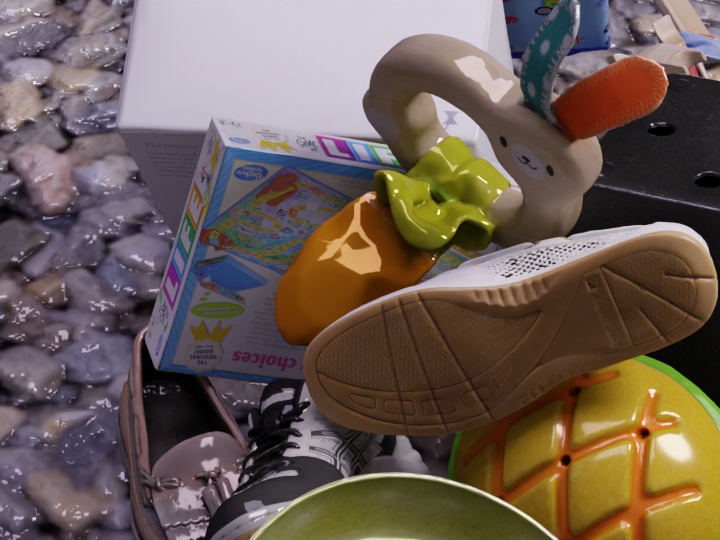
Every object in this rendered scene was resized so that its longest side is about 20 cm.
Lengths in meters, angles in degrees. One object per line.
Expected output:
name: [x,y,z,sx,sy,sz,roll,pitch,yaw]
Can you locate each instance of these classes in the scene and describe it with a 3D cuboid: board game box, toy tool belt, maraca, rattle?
board game box: [0.000,0.000,1.309,0.199,0.135,0.034,9,26,-22]
toy tool belt: [0.168,-0.089,1.508,0.125,0.123,0.200,-26,5,47]
maraca: [0.130,0.114,1.186,0.200,0.137,0.107,31,-2,30]
rattle: [0.041,-0.042,1.164,0.142,0.131,0.200,-26,11,-23]

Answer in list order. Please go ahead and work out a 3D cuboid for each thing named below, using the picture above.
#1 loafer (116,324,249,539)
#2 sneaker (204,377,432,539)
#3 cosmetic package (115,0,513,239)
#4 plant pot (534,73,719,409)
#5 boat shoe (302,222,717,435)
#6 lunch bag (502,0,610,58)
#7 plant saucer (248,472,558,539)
loafer: [-0.088,0.098,1.276,0.072,0.063,0.200,-11,31,-15]
sneaker: [-0.034,0.097,1.190,0.075,0.088,0.200,-30,-7,19]
cosmetic package: [-0.017,-0.087,1.425,0.198,0.200,0.124,3,69,9]
plant pot: [0.194,0.012,1.291,0.199,0.178,0.200,14,34,25]
boat shoe: [0.072,0.025,1.177,0.199,0.071,0.069,-15,13,10]
lunch bag: [0.040,-0.172,1.465,0.199,0.151,0.094,-15,72,3]
plant saucer: [0.026,0.184,1.070,0.199,0.031,0.201,11,56,-16]
